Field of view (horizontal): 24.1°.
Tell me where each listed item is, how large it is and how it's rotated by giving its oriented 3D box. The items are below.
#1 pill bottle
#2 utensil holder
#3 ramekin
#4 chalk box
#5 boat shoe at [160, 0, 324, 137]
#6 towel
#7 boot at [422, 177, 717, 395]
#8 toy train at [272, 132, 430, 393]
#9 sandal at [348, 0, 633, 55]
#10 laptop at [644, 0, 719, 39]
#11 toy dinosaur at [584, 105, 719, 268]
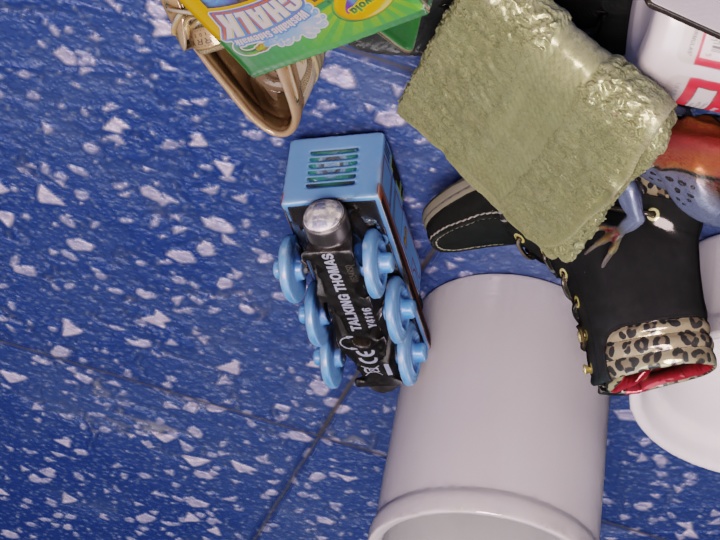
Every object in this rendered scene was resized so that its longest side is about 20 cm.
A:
[{"bbox_3d":[0.251,-0.131,0.908,0.198,0.113,0.113,12,146,-1],"label":"pill bottle"},{"bbox_3d":[0.102,0.129,1.252,0.168,0.202,0.171,7,145,5],"label":"utensil holder"},{"bbox_3d":[0.291,0.058,1.184,0.198,0.099,0.201,7,145,5],"label":"ramekin"},{"bbox_3d":[-0.032,-0.195,0.888,0.123,0.126,0.200,-14,137,32],"label":"chalk box"},{"bbox_3d":[-0.081,-0.161,1.005,0.071,0.065,0.200,-10,141,29],"label":"boat shoe"},{"bbox_3d":[0.096,-0.089,0.957,0.148,0.036,0.200,42,159,7],"label":"towel"},{"bbox_3d":[0.135,0.005,1.095,0.202,0.156,0.073,-13,162,29],"label":"boot"},{"bbox_3d":[0.000,0.000,1.170,0.086,0.115,0.201,-3,143,15],"label":"toy train"},{"bbox_3d":[0.080,-0.140,1.003,0.198,0.048,0.076,1,145,15],"label":"sandal"},{"bbox_3d":[0.265,-0.189,0.795,0.186,0.202,0.116,24,179,0],"label":"laptop"},{"bbox_3d":[0.182,-0.082,0.978,0.180,0.106,0.200,26,156,7],"label":"toy dinosaur"}]
